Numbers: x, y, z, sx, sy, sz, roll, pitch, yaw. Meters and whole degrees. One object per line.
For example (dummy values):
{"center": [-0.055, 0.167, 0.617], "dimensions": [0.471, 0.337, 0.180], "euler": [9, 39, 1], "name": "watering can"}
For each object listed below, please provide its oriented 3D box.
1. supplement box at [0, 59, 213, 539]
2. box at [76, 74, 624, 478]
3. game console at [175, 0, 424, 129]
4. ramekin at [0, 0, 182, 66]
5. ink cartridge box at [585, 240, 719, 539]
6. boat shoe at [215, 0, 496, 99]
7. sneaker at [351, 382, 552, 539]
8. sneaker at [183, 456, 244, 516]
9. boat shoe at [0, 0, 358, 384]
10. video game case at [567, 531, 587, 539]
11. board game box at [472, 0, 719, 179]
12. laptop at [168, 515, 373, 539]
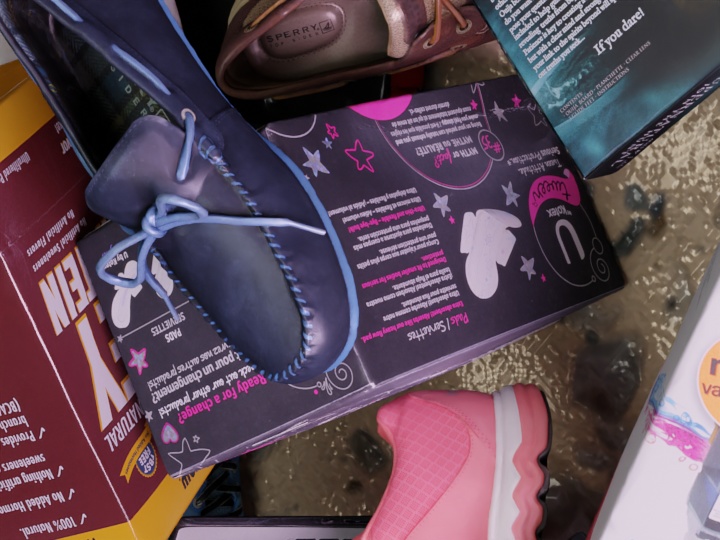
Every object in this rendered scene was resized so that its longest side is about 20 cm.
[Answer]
{"center": [-0.192, 0.033, 0.888], "dimensions": [0.196, 0.133, 0.202], "euler": [-15, 109, 23], "name": "supplement box"}
{"center": [0.000, 0.000, 0.859], "dimensions": [0.132, 0.199, 0.116], "euler": [-27, 83, 39], "name": "box"}
{"center": [-0.050, -0.156, 0.976], "dimensions": [0.199, 0.031, 0.179], "euler": [11, 102, 35], "name": "game console"}
{"center": [-0.179, -0.094, 1.003], "dimensions": [0.200, 0.104, 0.202], "euler": [27, 123, 51], "name": "ramekin"}
{"center": [0.181, 0.068, 0.747], "dimensions": [0.144, 0.145, 0.202], "euler": [24, 115, 9], "name": "ink cartridge box"}
{"center": [0.024, -0.120, 0.865], "dimensions": [0.198, 0.072, 0.073], "euler": [-14, 112, 20], "name": "boat shoe"}
{"center": [0.032, 0.145, 0.826], "dimensions": [0.086, 0.074, 0.202], "euler": [5, 72, 5], "name": "sneaker"}
{"center": [-0.093, 0.093, 1.036], "dimensions": [0.089, 0.078, 0.202], "euler": [-16, 91, 36], "name": "sneaker"}
{"center": [-0.081, -0.034, 0.742], "dimensions": [0.200, 0.068, 0.084], "euler": [49, 124, 21], "name": "boat shoe"}
{"center": [0.118, 0.219, 0.885], "dimensions": [0.143, 0.019, 0.201], "euler": [47, 149, 20], "name": "video game case"}
{"center": [0.120, -0.146, 0.711], "dimensions": [0.200, 0.028, 0.136], "euler": [-40, 74, 35], "name": "board game box"}
{"center": [-0.001, 0.209, 0.928], "dimensions": [0.188, 0.198, 0.117], "euler": [111, 157, -53], "name": "laptop"}
